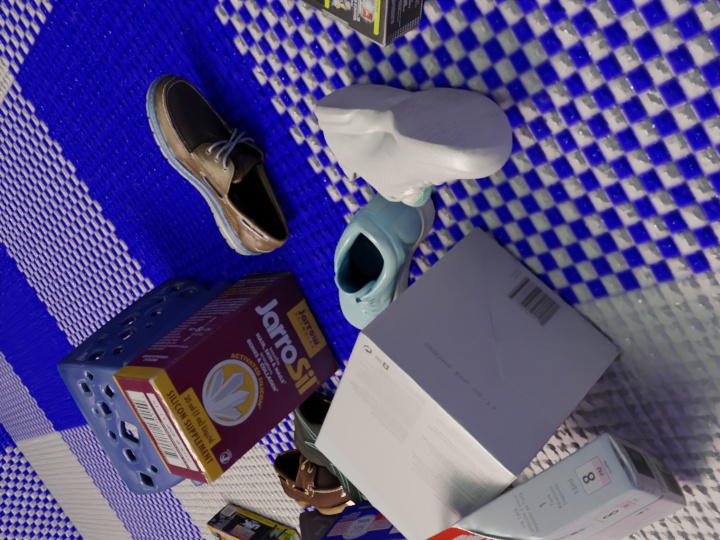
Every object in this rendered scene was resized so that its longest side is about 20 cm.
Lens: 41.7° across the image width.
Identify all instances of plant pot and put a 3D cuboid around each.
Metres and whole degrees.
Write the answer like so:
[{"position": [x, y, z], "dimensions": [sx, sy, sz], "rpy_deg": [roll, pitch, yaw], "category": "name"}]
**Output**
[{"position": [-0.209, 0.135, 1.137], "dimensions": [0.178, 0.200, 0.203], "rpy_deg": [-8, 115, 47], "category": "plant pot"}]

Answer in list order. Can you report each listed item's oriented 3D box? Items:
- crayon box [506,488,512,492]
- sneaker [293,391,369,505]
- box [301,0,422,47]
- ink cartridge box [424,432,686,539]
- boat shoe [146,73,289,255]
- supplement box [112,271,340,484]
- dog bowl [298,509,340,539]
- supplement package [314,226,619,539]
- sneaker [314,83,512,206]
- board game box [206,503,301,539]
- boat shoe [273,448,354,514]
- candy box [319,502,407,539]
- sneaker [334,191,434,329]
[{"position": [0.138, 0.288, 0.969], "dimensions": [0.199, 0.051, 0.128], "rpy_deg": [-17, 108, 57], "category": "crayon box"}, {"position": [-0.008, 0.199, 1.049], "dimensions": [0.198, 0.075, 0.080], "rpy_deg": [24, 137, 37], "category": "sneaker"}, {"position": [-0.023, -0.275, 0.634], "dimensions": [0.159, 0.044, 0.202], "rpy_deg": [34, 144, 26], "category": "box"}, {"position": [0.134, 0.197, 0.710], "dimensions": [0.162, 0.199, 0.058], "rpy_deg": [27, -151, -56], "category": "ink cartridge box"}, {"position": [-0.129, -0.106, 0.919], "dimensions": [0.072, 0.073, 0.201], "rpy_deg": [-3, 129, 47], "category": "boat shoe"}, {"position": [-0.139, 0.110, 1.009], "dimensions": [0.102, 0.199, 0.133], "rpy_deg": [-5, 118, 52], "category": "supplement box"}, {"position": [-0.012, 0.385, 1.170], "dimensions": [0.200, 0.058, 0.203], "rpy_deg": [156, 91, -88], "category": "dog bowl"}, {"position": [0.078, 0.107, 0.775], "dimensions": [0.151, 0.150, 0.201], "rpy_deg": [41, 146, 14], "category": "supplement package"}, {"position": [0.044, -0.085, 0.709], "dimensions": [0.199, 0.074, 0.090], "rpy_deg": [25, 137, 52], "category": "sneaker"}, {"position": [-0.144, 0.470, 1.504], "dimensions": [0.198, 0.056, 0.168], "rpy_deg": [2, 121, 51], "category": "board game box"}, {"position": [-0.052, 0.251, 1.157], "dimensions": [0.071, 0.070, 0.199], "rpy_deg": [52, 149, -9], "category": "boat shoe"}, {"position": [0.069, 0.334, 0.965], "dimensions": [0.168, 0.077, 0.202], "rpy_deg": [-24, 104, 47], "category": "candy box"}, {"position": [0.000, 0.000, 0.836], "dimensions": [0.074, 0.082, 0.201], "rpy_deg": [41, 146, 18], "category": "sneaker"}]
